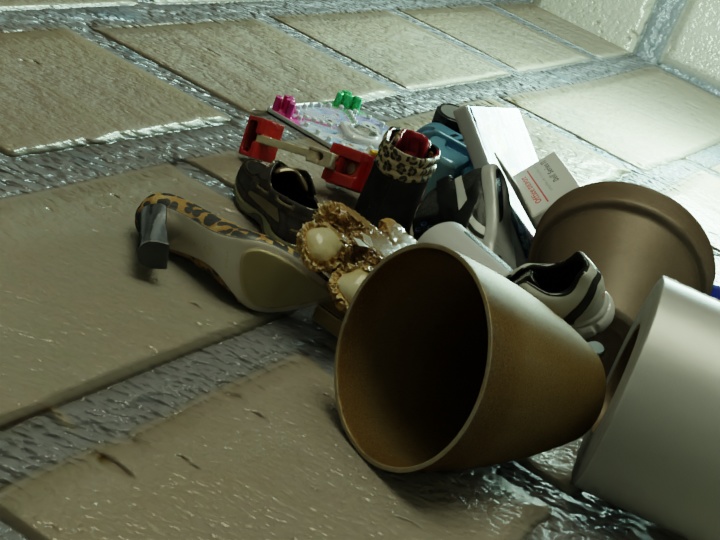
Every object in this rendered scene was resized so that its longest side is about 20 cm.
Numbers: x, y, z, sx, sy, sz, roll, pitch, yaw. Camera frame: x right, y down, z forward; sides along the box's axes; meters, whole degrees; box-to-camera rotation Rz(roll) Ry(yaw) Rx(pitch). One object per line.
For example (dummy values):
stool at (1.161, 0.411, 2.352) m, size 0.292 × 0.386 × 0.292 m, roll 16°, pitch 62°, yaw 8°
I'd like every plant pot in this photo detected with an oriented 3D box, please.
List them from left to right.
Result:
plant pot at (0.110, 0.087, 1.352) m, size 0.199 × 0.187 × 0.186 m, roll 14°, pitch 21°, yaw -41°
plant pot at (0.259, 0.036, 1.653) m, size 0.199 × 0.201 × 0.175 m, roll 24°, pitch 38°, yaw 3°

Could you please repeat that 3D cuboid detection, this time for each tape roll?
tape roll at (0.285, 0.124, 1.392) m, size 0.138 × 0.204 × 0.203 m, roll 23°, pitch 20°, yaw 5°

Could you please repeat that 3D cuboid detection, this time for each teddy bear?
teddy bear at (0.000, 0.000, 1.510) m, size 0.145 × 0.067 × 0.200 m, roll 40°, pitch 18°, yaw -2°

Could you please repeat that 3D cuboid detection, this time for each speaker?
speaker at (0.131, 0.034, 1.568) m, size 0.081 × 0.082 × 0.200 m, roll 5°, pitch 27°, yaw -40°

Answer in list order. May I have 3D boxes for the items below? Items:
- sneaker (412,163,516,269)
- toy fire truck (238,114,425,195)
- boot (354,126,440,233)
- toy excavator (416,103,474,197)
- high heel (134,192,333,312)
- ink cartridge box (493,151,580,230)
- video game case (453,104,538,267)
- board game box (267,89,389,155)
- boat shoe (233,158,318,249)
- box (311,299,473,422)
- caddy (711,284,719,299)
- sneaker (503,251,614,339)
sneaker at (0.112, -0.021, 1.780) m, size 0.073 × 0.111 × 0.201 m, roll 50°, pitch 32°, yaw -42°
toy fire truck at (-0.033, -0.126, 1.844) m, size 0.140 × 0.049 × 0.199 m, roll 17°, pitch 2°, yaw -42°
boot at (0.036, -0.077, 1.702) m, size 0.073 × 0.152 × 0.200 m, roll 26°, pitch 19°, yaw 9°
toy excavator at (0.123, -0.100, 1.969) m, size 0.194 × 0.100 × 0.200 m, roll 31°, pitch 35°, yaw 16°
high heel at (-0.119, -0.025, 1.529) m, size 0.198 × 0.072 × 0.143 m, roll 15°, pitch 20°, yaw -13°
ink cartridge box at (0.234, -0.055, 1.825) m, size 0.201 × 0.067 × 0.117 m, roll 57°, pitch 5°, yaw -27°
video game case at (0.186, -0.102, 1.917) m, size 0.182 × 0.023 × 0.202 m, roll -9°, pitch 78°, yaw -64°
board game box at (0.005, -0.187, 2.128) m, size 0.199 × 0.026 × 0.200 m, roll 32°, pitch 22°, yaw 22°
boat shoe at (-0.078, -0.078, 1.697) m, size 0.074 × 0.074 × 0.200 m, roll 11°, pitch 23°, yaw -30°
box at (0.073, 0.082, 1.531) m, size 0.199 × 0.021 × 0.163 m, roll 35°, pitch 23°, yaw 30°
caddy at (0.410, 0.075, 1.784) m, size 0.141 × 0.106 × 0.200 m, roll 2°, pitch 29°, yaw -46°
sneaker at (0.130, 0.032, 1.457) m, size 0.198 × 0.080 × 0.074 m, roll -17°, pitch 46°, yaw 4°
